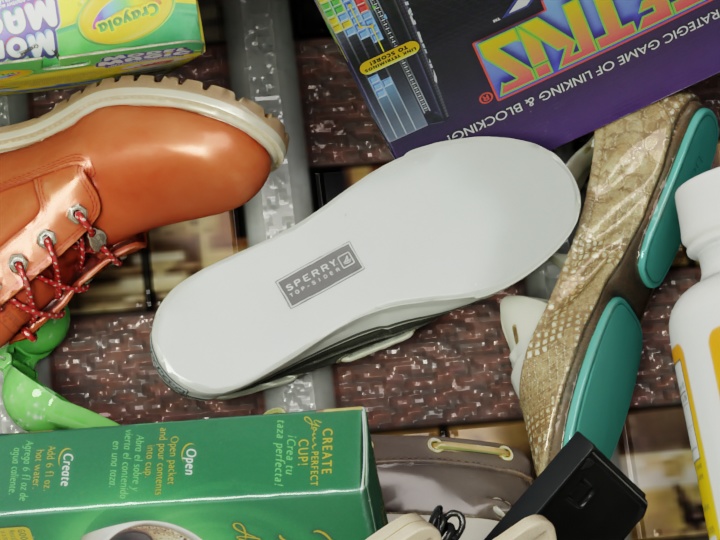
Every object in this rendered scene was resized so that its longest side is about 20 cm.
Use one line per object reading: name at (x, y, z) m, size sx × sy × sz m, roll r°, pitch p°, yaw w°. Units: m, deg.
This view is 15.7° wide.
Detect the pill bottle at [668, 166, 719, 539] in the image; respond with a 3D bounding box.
pill bottle at (0.194, 0.055, 1.112) m, size 0.111 × 0.111 × 0.201 m, roll -8°, pitch 78°, yaw -9°

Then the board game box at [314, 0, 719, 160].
board game box at (0.082, -0.134, 1.115) m, size 0.199 × 0.166 × 0.057 m, roll -25°, pitch 45°, yaw 4°

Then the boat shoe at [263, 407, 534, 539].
boat shoe at (-0.024, 0.094, 1.108) m, size 0.199 × 0.072 × 0.060 m, roll 7°, pitch 56°, yaw -1°

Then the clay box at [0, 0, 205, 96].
clay box at (-0.130, -0.101, 1.088) m, size 0.114 × 0.200 × 0.048 m, roll -8°, pitch 92°, yaw -9°

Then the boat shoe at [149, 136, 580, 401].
boat shoe at (0.000, 0.000, 1.140) m, size 0.199 × 0.064 × 0.071 m, roll -22°, pitch 80°, yaw -7°

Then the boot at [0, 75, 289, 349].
boot at (-0.121, -0.015, 1.087) m, size 0.199 × 0.075 × 0.108 m, roll -12°, pitch 53°, yaw 26°

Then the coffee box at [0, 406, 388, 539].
coffee box at (-0.087, 0.112, 1.045) m, size 0.199 × 0.123 × 0.044 m, roll -5°, pitch 49°, yaw 7°

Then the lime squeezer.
lime squeezer at (-0.129, 0.024, 1.117) m, size 0.038 × 0.071 × 0.200 m, roll 20°, pitch 35°, yaw -34°

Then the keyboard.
keyboard at (0.029, 0.146, 1.051) m, size 0.200 × 0.127 × 0.021 m, roll -50°, pitch 54°, yaw -2°

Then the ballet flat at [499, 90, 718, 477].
ballet flat at (0.100, 0.008, 1.160) m, size 0.065 × 0.071 × 0.201 m, roll 12°, pitch 66°, yaw 27°

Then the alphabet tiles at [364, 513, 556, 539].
alphabet tiles at (0.002, 0.180, 1.021) m, size 0.195 × 0.200 × 0.015 m, roll -33°, pitch 49°, yaw -18°
